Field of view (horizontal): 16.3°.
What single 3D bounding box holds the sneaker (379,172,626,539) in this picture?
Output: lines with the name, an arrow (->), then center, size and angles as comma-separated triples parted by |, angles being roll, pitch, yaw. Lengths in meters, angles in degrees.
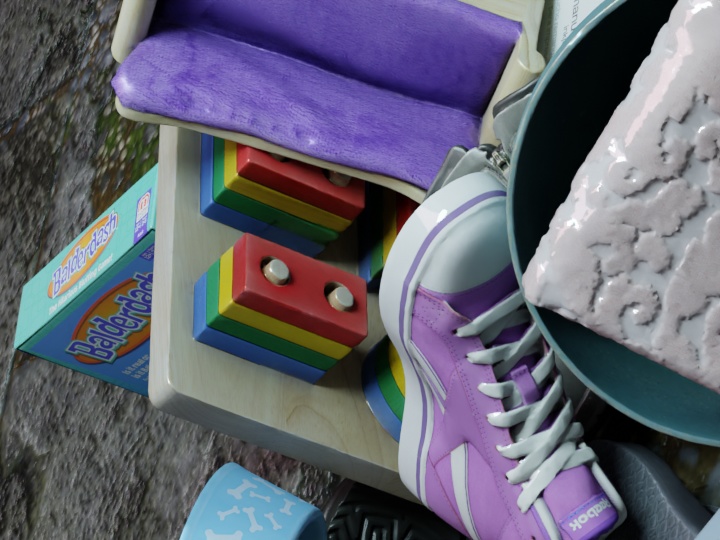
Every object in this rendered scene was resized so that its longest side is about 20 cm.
sneaker -> 0.071, 0.054, 1.059 | 0.114, 0.073, 0.201 | 42, 154, 36

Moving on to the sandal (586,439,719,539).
sandal -> 0.144, 0.133, 1.071 | 0.200, 0.043, 0.076 | 38, 114, 58

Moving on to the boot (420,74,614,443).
boot -> 0.075, 0.013, 1.175 | 0.200, 0.131, 0.068 | -55, -10, 14

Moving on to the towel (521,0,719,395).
towel -> 0.188, -0.033, 0.946 | 0.200, 0.191, 0.032 | -61, 5, 16

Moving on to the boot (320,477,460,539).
boot -> -0.036, 0.187, 1.315 | 0.158, 0.079, 0.212 | 14, 83, 63

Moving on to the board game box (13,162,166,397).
board game box -> -0.062, 0.027, 1.351 | 0.152, 0.200, 0.045 | -36, 40, 45

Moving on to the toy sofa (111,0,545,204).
toy sofa -> -0.015, -0.109, 1.205 | 0.083, 0.199, 0.098 | 113, 172, -49

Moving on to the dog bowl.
dog bowl -> -0.061, 0.193, 1.185 | 0.111, 0.049, 0.201 | -18, -60, -74

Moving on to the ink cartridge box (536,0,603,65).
ink cartridge box -> 0.173, -0.146, 1.169 | 0.200, 0.083, 0.147 | -27, 48, 52

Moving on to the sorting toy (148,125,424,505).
sorting toy -> 0.000, 0.000, 1.254 | 0.070, 0.198, 0.200 | -43, 36, 40

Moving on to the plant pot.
plant pot -> 0.160, -0.044, 1.030 | 0.200, 0.200, 0.135 | -59, 6, 17

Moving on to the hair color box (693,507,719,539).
hair color box -> 0.198, 0.156, 0.881 | 0.061, 0.099, 0.200 | -55, 29, 23
